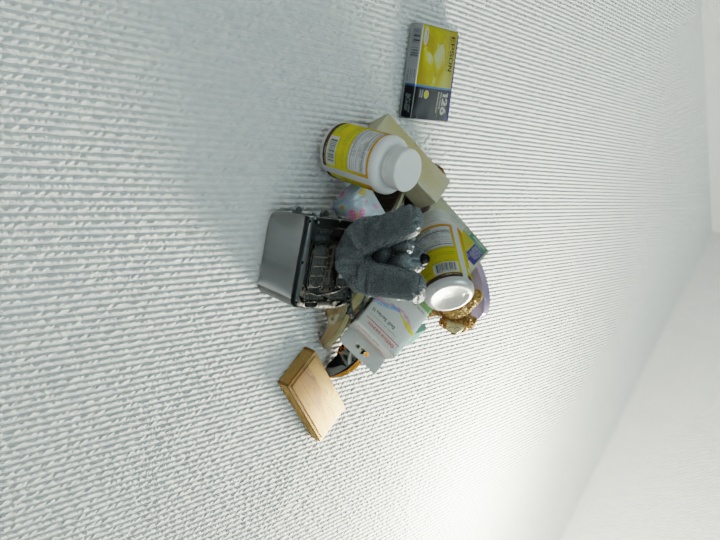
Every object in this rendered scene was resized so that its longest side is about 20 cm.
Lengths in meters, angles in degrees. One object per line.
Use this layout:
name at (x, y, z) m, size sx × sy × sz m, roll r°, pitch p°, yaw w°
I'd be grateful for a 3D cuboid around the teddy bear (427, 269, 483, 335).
teddy bear at (0.207, 0.072, 1.791) m, size 0.141 × 0.068 × 0.204 m, roll -2°, pitch 129°, yaw -10°

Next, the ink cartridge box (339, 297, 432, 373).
ink cartridge box at (0.059, 0.104, 1.680) m, size 0.117 × 0.067 × 0.201 m, roll 42°, pitch 72°, yaw -7°

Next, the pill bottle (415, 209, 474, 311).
pill bottle at (0.170, -0.026, 1.677) m, size 0.109 × 0.107 × 0.204 m, roll 47°, pitch 28°, yaw -49°

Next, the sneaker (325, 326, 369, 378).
sneaker at (-0.007, 0.156, 1.747) m, size 0.199 × 0.078 × 0.078 m, roll -42°, pitch 102°, yaw 1°

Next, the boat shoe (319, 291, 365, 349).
boat shoe at (-0.041, 0.078, 1.675) m, size 0.202 × 0.064 × 0.071 m, roll -58°, pitch 179°, yaw 28°

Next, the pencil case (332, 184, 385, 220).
pencil case at (0.029, -0.089, 1.652) m, size 0.090 × 0.084 × 0.201 m, roll -35°, pitch 109°, yaw 14°

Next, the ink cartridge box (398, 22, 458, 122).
ink cartridge box at (0.169, -0.438, 1.791) m, size 0.197 × 0.046 × 0.203 m, roll -8°, pitch 109°, yaw -48°

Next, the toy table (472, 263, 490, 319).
toy table at (0.221, 0.027, 1.929) m, size 0.115 × 0.203 × 0.186 m, roll -8°, pitch 145°, yaw -31°

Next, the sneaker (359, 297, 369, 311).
sneaker at (0.069, 0.095, 1.790) m, size 0.079 × 0.128 × 0.206 m, roll 0°, pitch 103°, yaw -60°

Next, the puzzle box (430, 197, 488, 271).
puzzle box at (0.201, -0.081, 1.848) m, size 0.201 × 0.025 × 0.133 m, roll 49°, pitch 44°, yaw 2°

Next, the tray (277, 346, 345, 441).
tray at (-0.102, 0.269, 1.720) m, size 0.099 × 0.036 × 0.202 m, roll -51°, pitch 137°, yaw -27°

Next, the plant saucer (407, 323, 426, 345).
plant saucer at (0.095, 0.166, 1.893) m, size 0.070 × 0.019 × 0.198 m, roll -47°, pitch 162°, yaw 25°

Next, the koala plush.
koala plush at (0.061, -0.024, 1.542) m, size 0.199 × 0.179 × 0.183 m, roll 4°, pitch 83°, yaw -68°

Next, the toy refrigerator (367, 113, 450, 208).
toy refrigerator at (0.092, -0.229, 1.673) m, size 0.200 × 0.075 × 0.071 m, roll 44°, pitch 66°, yaw -17°

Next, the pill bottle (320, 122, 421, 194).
pill bottle at (0.021, -0.214, 1.538) m, size 0.108 × 0.198 × 0.112 m, roll -21°, pitch 122°, yaw -39°

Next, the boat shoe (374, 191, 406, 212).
boat shoe at (0.073, -0.164, 1.751) m, size 0.205 × 0.074 × 0.075 m, roll -59°, pitch 153°, yaw -12°

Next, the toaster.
toaster at (-0.091, -0.017, 1.554) m, size 0.179 × 0.117 × 0.206 m, roll 1°, pitch 102°, yaw -51°

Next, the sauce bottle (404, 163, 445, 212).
sauce bottle at (0.136, -0.166, 1.799) m, size 0.201 × 0.064 × 0.067 m, roll -57°, pitch 143°, yaw -43°
